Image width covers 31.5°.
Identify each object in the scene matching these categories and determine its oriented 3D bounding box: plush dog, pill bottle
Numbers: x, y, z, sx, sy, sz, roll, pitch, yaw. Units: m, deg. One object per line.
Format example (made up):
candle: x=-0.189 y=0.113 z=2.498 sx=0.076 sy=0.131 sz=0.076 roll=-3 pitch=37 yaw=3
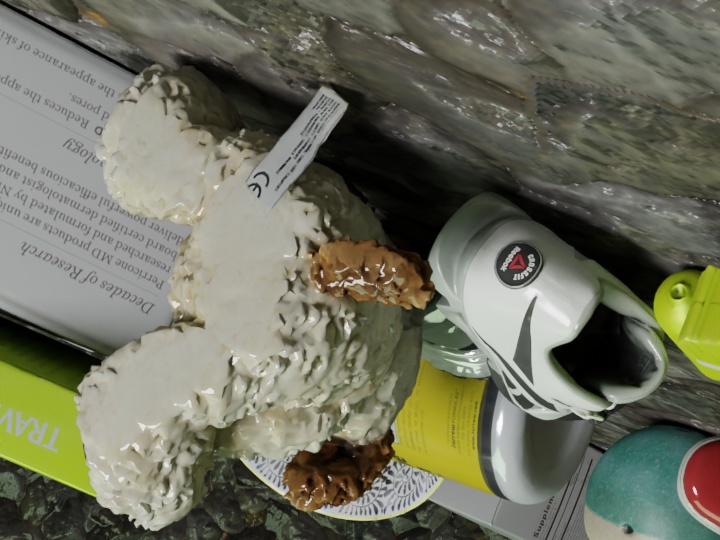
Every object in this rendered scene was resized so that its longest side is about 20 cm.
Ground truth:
plush dog: x=-0.023 y=0.016 z=0.578 sx=0.158 sy=0.203 sz=0.172 roll=-4 pitch=167 yaw=20
pill bottle: x=0.037 y=0.061 z=0.774 sx=0.198 sy=0.113 sz=0.112 roll=13 pitch=167 yaw=37

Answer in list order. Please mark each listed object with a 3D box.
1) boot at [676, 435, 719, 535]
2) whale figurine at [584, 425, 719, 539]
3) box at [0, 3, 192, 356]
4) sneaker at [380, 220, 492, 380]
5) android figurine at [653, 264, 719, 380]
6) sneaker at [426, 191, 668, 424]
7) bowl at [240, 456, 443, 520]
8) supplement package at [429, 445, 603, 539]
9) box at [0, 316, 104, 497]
boot: x=0.294 y=0.140 z=0.747 sx=0.197 sy=0.073 sz=0.144 roll=15 pitch=170 yaw=3
whale figurine: x=0.258 y=0.167 z=0.976 sx=0.158 sy=0.105 sz=0.198 roll=13 pitch=-169 yaw=44
box: x=-0.192 y=-0.048 z=0.692 sx=0.198 sy=0.132 sz=0.199 roll=27 pitch=171 yaw=-19
sneaker: x=0.000 y=0.000 z=0.710 sx=0.198 sy=0.075 sz=0.079 roll=10 pitch=153 yaw=39
android figurine: x=0.201 y=0.042 z=0.502 sx=0.181 sy=0.042 sz=0.199 roll=16 pitch=169 yaw=40
sneaker: x=0.105 y=0.041 z=0.589 sx=0.088 sy=0.075 sz=0.200 roll=34 pitch=179 yaw=35
bowl: x=-0.009 y=0.074 z=0.942 sx=0.198 sy=0.094 sz=0.203 roll=12 pitch=123 yaw=19
supplement package: x=0.186 y=0.229 z=1.352 sx=0.199 sy=0.121 sz=0.121 roll=30 pitch=170 yaw=-34
box: x=-0.194 y=0.048 z=0.631 sx=0.198 sy=0.048 sz=0.122 roll=23 pitch=180 yaw=-2
